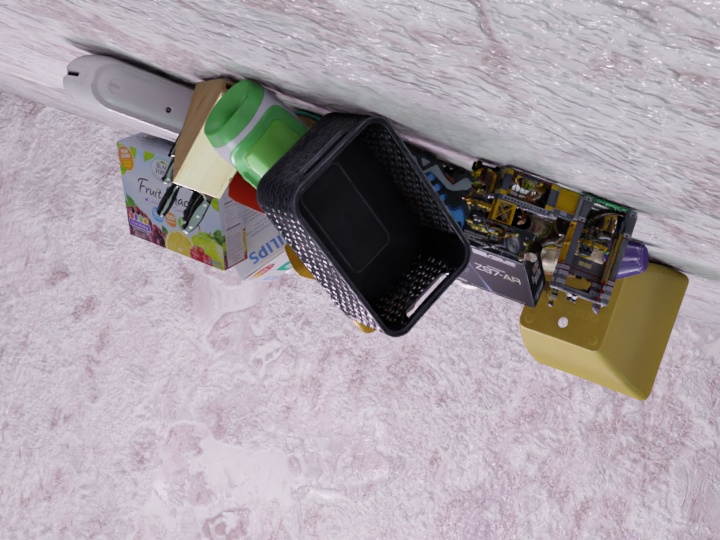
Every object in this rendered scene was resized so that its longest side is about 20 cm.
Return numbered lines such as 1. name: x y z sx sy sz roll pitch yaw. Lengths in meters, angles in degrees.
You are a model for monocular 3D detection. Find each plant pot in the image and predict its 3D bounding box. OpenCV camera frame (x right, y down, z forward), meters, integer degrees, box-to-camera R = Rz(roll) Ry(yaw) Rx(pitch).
1. plant pot: 0.344 0.054 1.521 0.198 0.203 0.176 19 176 34

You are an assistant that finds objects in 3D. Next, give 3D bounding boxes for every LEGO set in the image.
1. LEGO set: 0.190 -0.028 1.081 0.197 0.118 0.154 19 -179 -13

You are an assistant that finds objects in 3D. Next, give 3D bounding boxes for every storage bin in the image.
1. storage bin: 0.005 -0.048 1.051 0.201 0.135 0.093 52 164 -26

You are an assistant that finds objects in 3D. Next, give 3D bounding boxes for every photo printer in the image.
1. photo printer: -0.284 -0.222 1.327 0.197 0.071 0.166 18 -178 -29

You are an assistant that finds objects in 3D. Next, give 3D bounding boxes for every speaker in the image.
1. speaker: -0.072 -0.111 1.096 0.199 0.089 0.088 41 169 -30

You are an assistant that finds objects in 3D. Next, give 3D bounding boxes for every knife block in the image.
1. knife block: -0.177 -0.126 1.185 0.063 0.179 0.200 17 -179 -23

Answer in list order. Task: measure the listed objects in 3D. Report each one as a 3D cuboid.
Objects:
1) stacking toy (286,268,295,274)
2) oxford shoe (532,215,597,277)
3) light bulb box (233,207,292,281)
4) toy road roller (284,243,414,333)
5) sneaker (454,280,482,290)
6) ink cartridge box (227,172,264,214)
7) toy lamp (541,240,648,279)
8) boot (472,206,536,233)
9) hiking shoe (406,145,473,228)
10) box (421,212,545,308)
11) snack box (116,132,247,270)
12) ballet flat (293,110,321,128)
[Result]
1. stacking toy: -0.086 -0.087 1.757 0.144 0.203 0.146 25 -176 -2
2. oxford shoe: 0.248 -0.042 1.448 0.197 0.072 0.075 18 175 22
3. light bulb box: -0.154 -0.100 1.510 0.202 0.124 0.198 59 -174 5
4. toy road roller: 0.000 0.000 1.391 0.148 0.122 0.200 64 -166 16
5. sneaker: 0.125 -0.052 1.486 0.200 0.075 0.088 50 -179 36
6. ink cartridge box: -0.061 -0.117 1.259 0.197 0.050 0.164 22 -144 -21
7. toy lamp: 0.286 -0.017 1.375 0.197 0.059 0.058 2 172 33
8. boot: 0.139 -0.085 1.357 0.197 0.071 0.146 18 175 -1
9. hiking shoe: 0.060 -0.091 1.178 0.198 0.088 0.074 18 -179 -35
10. box: 0.140 -0.029 1.340 0.197 0.044 0.160 21 165 21
11. snack box: -0.244 -0.097 1.395 0.198 0.145 0.053 18 -148 35
12. ballet flat: -0.005 -0.122 1.211 0.198 0.074 0.067 19 177 -34
